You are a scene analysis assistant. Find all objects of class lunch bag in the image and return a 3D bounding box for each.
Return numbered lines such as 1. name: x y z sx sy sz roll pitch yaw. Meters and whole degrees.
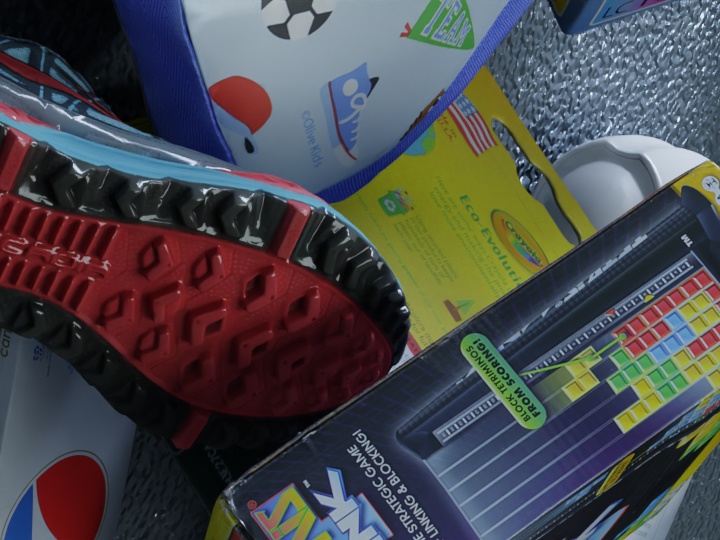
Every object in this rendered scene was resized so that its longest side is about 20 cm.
1. lunch bag: -0.014 -0.132 0.738 0.200 0.123 0.170 -58 150 -32

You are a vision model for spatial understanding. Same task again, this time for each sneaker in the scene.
1. sneaker: -0.072 -0.025 0.687 0.199 0.096 0.079 25 117 -30

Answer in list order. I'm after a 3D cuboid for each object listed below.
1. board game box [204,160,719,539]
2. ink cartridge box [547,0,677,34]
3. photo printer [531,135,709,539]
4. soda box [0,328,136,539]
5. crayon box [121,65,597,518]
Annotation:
1. board game box: 0.031 0.068 0.746 0.165 0.057 0.200 -35 167 -18
2. ink cartridge box: 0.135 -0.170 0.871 0.136 0.077 0.200 -20 163 -17
3. photo printer: 0.099 0.044 1.090 0.166 0.069 0.201 25 88 -62
4. soda box: -0.118 0.089 0.767 0.064 0.068 0.201 -14 121 -55
5. crayon box: 0.000 0.000 0.842 0.051 0.127 0.200 -40 168 37
